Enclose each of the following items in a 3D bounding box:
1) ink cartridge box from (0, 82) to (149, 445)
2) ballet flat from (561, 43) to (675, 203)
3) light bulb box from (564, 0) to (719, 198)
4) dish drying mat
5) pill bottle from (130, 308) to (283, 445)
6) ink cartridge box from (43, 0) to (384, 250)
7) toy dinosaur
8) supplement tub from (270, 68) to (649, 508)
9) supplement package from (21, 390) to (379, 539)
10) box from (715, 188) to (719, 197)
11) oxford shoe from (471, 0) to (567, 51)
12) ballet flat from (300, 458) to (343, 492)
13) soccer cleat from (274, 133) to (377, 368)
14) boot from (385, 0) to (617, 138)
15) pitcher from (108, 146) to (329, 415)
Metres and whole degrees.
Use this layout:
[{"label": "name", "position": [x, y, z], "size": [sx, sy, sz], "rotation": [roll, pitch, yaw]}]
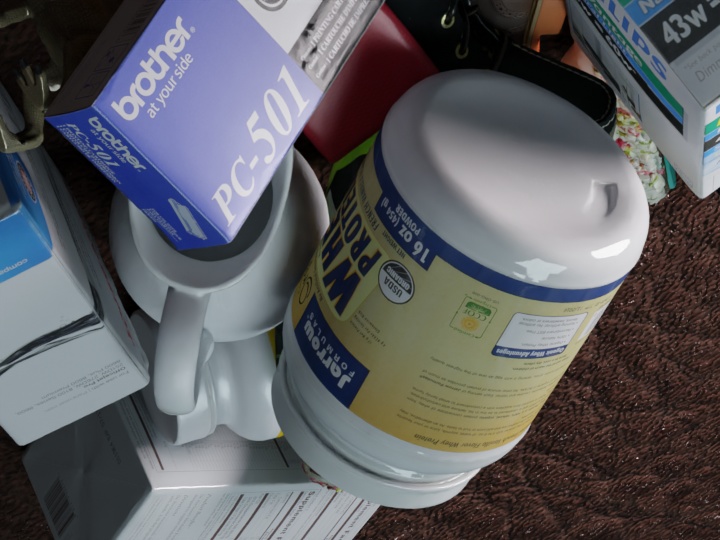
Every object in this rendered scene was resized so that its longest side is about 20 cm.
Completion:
[{"label": "ink cartridge box", "position": [-0.192, -0.022, 1.169], "size": [0.084, 0.145, 0.200], "rotation": [-26, 149, 0]}, {"label": "ballet flat", "position": [0.152, -0.103, 1.387], "size": [0.064, 0.076, 0.200], "rotation": [-3, 145, 9]}, {"label": "light bulb box", "position": [0.211, -0.160, 1.169], "size": [0.198, 0.125, 0.200], "rotation": [-37, 167, 1]}, {"label": "dish drying mat", "position": [-0.045, -0.142, 1.145], "size": [0.077, 0.018, 0.200], "rotation": [-35, 121, 12]}, {"label": "pill bottle", "position": [-0.034, 0.038, 1.415], "size": [0.199, 0.113, 0.113], "rotation": [-17, 148, -18]}, {"label": "ink cartridge box", "position": [-0.053, -0.116, 1.064], "size": [0.044, 0.200, 0.094], "rotation": [-6, 136, 51]}, {"label": "toy dinosaur", "position": [-0.129, -0.096, 1.066], "size": [0.058, 0.200, 0.101], "rotation": [-10, -158, 43]}, {"label": "supplement tub", "position": [0.045, 0.013, 1.191], "size": [0.144, 0.145, 0.200], "rotation": [-3, 137, -35]}, {"label": "supplement package", "position": [-0.096, 0.129, 1.499], "size": [0.200, 0.114, 0.110], "rotation": [3, 137, -39]}, {"label": "box", "position": [0.282, -0.154, 1.392], "size": [0.182, 0.104, 0.200], "rotation": [-25, 150, -7]}, {"label": "oxford shoe", "position": [0.068, -0.133, 1.308], "size": [0.073, 0.071, 0.200], "rotation": [6, 141, -7]}, {"label": "ballet flat", "position": [0.016, 0.096, 1.483], "size": [0.075, 0.200, 0.064], "rotation": [4, 121, 18]}, {"label": "soccer cleat", "position": [0.000, 0.000, 1.325], "size": [0.067, 0.201, 0.081], "rotation": [16, 173, -20]}, {"label": "boot", "position": [0.050, -0.137, 1.201], "size": [0.203, 0.074, 0.154], "rotation": [14, 136, -2]}, {"label": "pitcher", "position": [-0.082, -0.003, 1.236], "size": [0.121, 0.172, 0.200], "rotation": [12, 172, 1]}]
